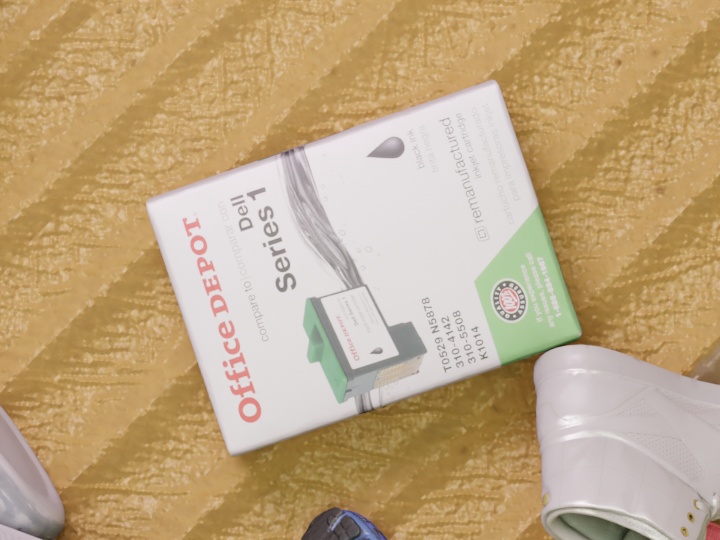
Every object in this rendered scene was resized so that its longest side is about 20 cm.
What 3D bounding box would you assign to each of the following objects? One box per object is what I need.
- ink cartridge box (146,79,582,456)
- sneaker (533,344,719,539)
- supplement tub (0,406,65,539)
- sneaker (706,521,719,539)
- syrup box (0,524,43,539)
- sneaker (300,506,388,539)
[{"bbox_3d":[0.000,0.000,1.527,0.199,0.084,0.147,-19,91,0],"label":"ink cartridge box"},{"bbox_3d":[0.180,0.120,1.499,0.199,0.074,0.116,15,55,-16],"label":"sneaker"},{"bbox_3d":[-0.265,0.146,1.513,0.200,0.123,0.123,-38,91,2],"label":"supplement tub"},{"bbox_3d":[0.159,0.171,1.547,0.199,0.074,0.087,-2,79,-4],"label":"sneaker"},{"bbox_3d":[-0.201,0.174,1.432,0.199,0.082,0.079,26,107,-30],"label":"syrup box"},{"bbox_3d":[0.033,0.214,1.543,0.075,0.078,0.201,-39,75,22],"label":"sneaker"}]
